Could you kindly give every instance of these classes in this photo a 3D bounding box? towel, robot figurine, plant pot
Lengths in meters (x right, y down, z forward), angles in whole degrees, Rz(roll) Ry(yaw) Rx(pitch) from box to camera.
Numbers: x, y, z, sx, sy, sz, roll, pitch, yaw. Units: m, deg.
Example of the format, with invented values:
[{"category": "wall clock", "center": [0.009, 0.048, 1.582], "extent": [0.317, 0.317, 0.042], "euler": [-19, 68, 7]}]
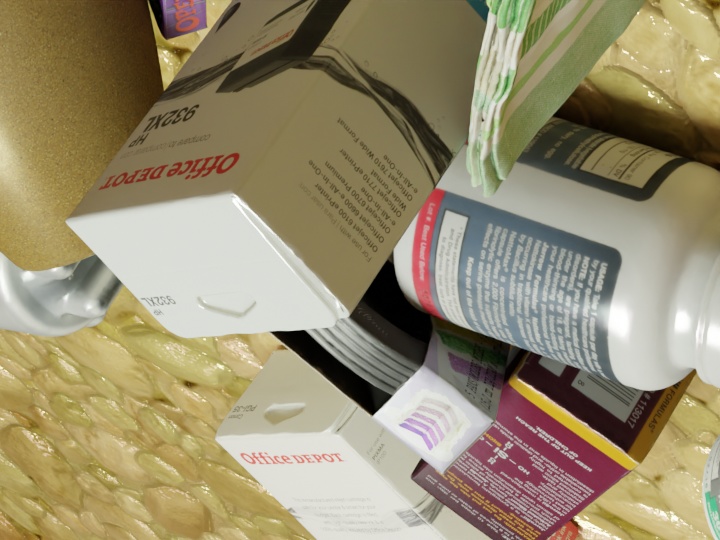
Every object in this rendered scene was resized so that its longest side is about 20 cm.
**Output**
[{"category": "towel", "center": [0.098, -0.134, 1.167], "extent": [0.023, 0.153, 0.200], "euler": [32, 153, 15]}, {"category": "robot figurine", "center": [-0.234, -0.018, 1.789], "extent": [0.200, 0.113, 0.170], "euler": [8, 143, 42]}, {"category": "plant pot", "center": [-0.179, -0.107, 1.379], "extent": [0.186, 0.186, 0.200], "euler": [0, 122, 49]}]

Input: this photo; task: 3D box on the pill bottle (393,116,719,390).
[{"category": "pill bottle", "center": [0.129, -0.006, 1.384], "extent": [0.200, 0.120, 0.120], "euler": [20, 150, 28]}]

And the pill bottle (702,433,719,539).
[{"category": "pill bottle", "center": [0.251, 0.102, 1.390], "extent": [0.113, 0.113, 0.200], "euler": [34, 166, 1]}]

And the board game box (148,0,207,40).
[{"category": "board game box", "center": [-0.106, -0.216, 1.330], "extent": [0.200, 0.032, 0.120], "euler": [94, 152, -61]}]

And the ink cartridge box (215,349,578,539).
[{"category": "ink cartridge box", "center": [0.024, 0.141, 1.792], "extent": [0.200, 0.083, 0.146], "euler": [47, 152, -24]}]

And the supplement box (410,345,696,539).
[{"category": "supplement box", "center": [0.115, 0.074, 1.545], "extent": [0.086, 0.110, 0.200], "euler": [35, 154, -1]}]

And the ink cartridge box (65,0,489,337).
[{"category": "ink cartridge box", "center": [-0.022, -0.073, 1.246], "extent": [0.084, 0.200, 0.145], "euler": [47, 151, -24]}]

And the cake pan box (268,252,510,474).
[{"category": "cake pan box", "center": [0.000, 0.000, 1.476], "extent": [0.184, 0.200, 0.052], "euler": [39, 114, -8]}]
